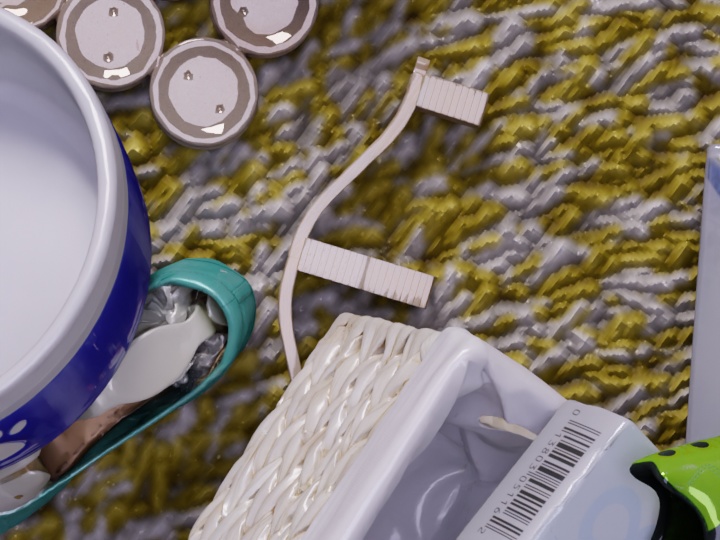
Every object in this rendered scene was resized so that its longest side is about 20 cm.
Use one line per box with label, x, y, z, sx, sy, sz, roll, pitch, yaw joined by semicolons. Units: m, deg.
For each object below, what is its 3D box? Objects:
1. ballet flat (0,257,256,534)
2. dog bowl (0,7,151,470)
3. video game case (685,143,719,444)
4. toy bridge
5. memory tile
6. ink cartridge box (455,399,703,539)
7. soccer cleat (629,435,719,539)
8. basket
ballet flat;-0.133;0.059;1.016;0.200;0.070;0.067;-35;92;-3
dog bowl;-0.191;-0.013;0.974;0.199;0.079;0.201;-3;69;7
video game case;0.245;0.036;1.015;0.199;0.022;0.183;2;79;20
toy bridge;0.000;0.000;1.047;0.067;0.027;0.201;16;90;-3
memory tile;-0.107;-0.160;1.047;0.200;0.017;0.154;32;88;-4
ink cartridge box;0.103;0.175;0.934;0.200;0.047;0.160;46;76;-27
soccer cleat;0.126;0.161;0.892;0.081;0.067;0.201;0;98;-26
basket;0.008;0.130;0.971;0.135;0.123;0.200;38;80;-30
